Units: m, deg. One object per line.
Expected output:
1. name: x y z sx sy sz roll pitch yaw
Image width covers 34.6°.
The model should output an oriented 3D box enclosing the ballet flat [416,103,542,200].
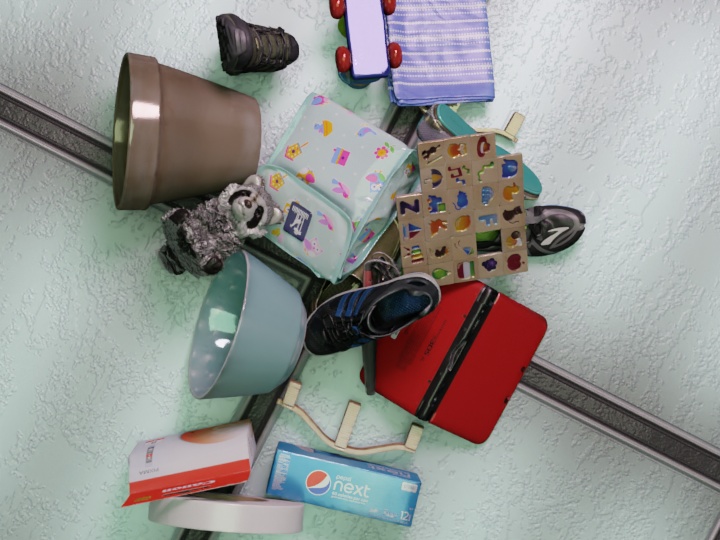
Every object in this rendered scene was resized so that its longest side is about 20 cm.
1. ballet flat: 0.153 -0.149 1.555 0.200 0.072 0.072 34 91 -21

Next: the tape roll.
1. tape roll: -0.173 0.311 1.493 0.203 0.203 0.037 5 83 -2

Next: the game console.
1. game console: 0.127 0.109 1.588 0.172 0.119 0.200 29 91 29

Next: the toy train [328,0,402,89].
1. toy train: -0.004 -0.342 1.525 0.085 0.116 0.200 -6 87 -9

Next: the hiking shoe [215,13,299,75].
1. hiking shoe: -0.129 -0.291 1.475 0.101 0.200 0.076 -8 97 -3

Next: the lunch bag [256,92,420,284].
1. lunch bag: -0.040 -0.103 1.508 0.170 0.122 0.200 34 88 18

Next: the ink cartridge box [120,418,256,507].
1. ink cartridge box: -0.221 0.245 1.490 0.162 0.200 0.050 -11 92 -2

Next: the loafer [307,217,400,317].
1. loafer: 0.000 0.000 1.555 0.076 0.067 0.200 30 91 -3

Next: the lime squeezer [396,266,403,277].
1. lime squeezer: 0.092 -0.076 1.554 0.038 0.071 0.200 15 91 -1

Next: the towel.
1. towel: 0.103 -0.318 1.549 0.145 0.024 0.200 -4 82 -8

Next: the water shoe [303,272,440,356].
1. water shoe: 0.004 0.058 1.469 0.200 0.079 0.072 -26 97 18

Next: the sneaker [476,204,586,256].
1. sneaker: 0.204 -0.053 1.551 0.199 0.083 0.071 -1 92 -2

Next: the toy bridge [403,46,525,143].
1. toy bridge: 0.127 -0.225 1.571 0.200 0.027 0.067 30 91 -2

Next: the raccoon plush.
1. raccoon plush: -0.190 -0.065 1.505 0.134 0.200 0.097 -34 109 -24

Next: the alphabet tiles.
1. alphabet tiles: 0.129 -0.076 1.486 0.167 0.008 0.200 -9 114 -5

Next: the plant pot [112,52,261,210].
1. plant pot: -0.225 -0.174 1.497 0.173 0.200 0.200 2 92 -19

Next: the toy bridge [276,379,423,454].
1. toy bridge: -0.019 0.211 1.574 0.200 0.027 0.067 19 91 -1

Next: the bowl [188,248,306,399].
1. bowl: -0.140 0.082 1.508 0.105 0.201 0.201 19 91 -22

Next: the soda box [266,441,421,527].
1. soda box: -0.023 0.287 1.564 0.200 0.068 0.064 14 91 -2

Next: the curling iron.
1. curling iron: 0.021 0.074 1.526 0.050 0.026 0.200 8 107 5
